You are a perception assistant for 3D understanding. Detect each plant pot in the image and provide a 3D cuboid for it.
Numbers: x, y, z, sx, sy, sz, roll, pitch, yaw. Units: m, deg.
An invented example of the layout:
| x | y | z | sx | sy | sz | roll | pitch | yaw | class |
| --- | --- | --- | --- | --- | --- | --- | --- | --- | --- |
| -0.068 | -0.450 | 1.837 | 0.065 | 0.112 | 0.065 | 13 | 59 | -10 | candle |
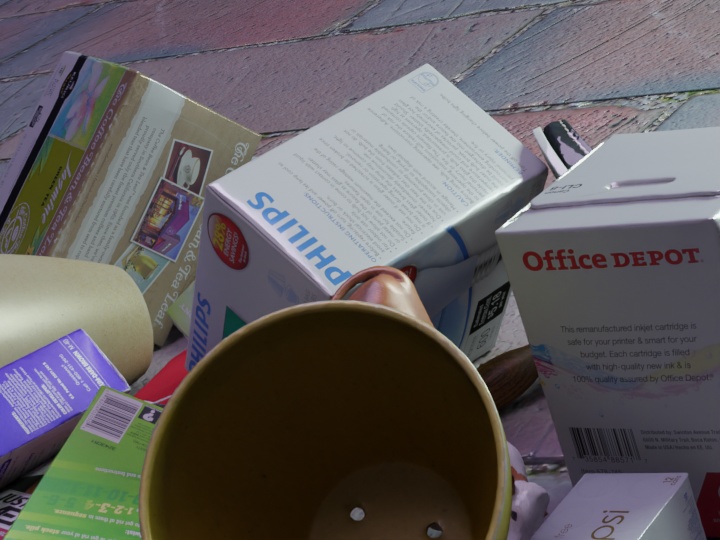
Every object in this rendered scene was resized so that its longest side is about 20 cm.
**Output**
| x | y | z | sx | sy | sz | roll | pitch | yaw | class |
| --- | --- | --- | --- | --- | --- | --- | --- | --- | --- |
| -0.267 | 0.064 | 1.606 | 0.200 | 0.188 | 0.187 | -14 | 14 | -34 | plant pot |
| -0.002 | 0.133 | 1.140 | 0.200 | 0.200 | 0.142 | -14 | -24 | 12 | plant pot |

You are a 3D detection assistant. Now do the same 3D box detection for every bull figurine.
| x | y | z | sx | sy | sz | roll | pitch | yaw | class |
| --- | --- | --- | --- | --- | --- | --- | --- | --- | --- |
| 0.027 | 0.099 | 1.251 | 0.121 | 0.200 | 0.065 | -29 | -14 | 9 | bull figurine |

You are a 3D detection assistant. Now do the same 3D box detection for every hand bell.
| x | y | z | sx | sy | sz | roll | pitch | yaw | class |
| --- | --- | --- | --- | --- | --- | --- | --- | --- | --- |
| 0.140 | 0.044 | 1.418 | 0.200 | 0.104 | 0.104 | -33 | 21 | -6 | hand bell |

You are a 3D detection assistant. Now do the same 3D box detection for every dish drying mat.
| x | y | z | sx | sy | sz | roll | pitch | yaw | class |
| --- | --- | --- | --- | --- | --- | --- | --- | --- | --- |
| -0.133 | 0.085 | 1.582 | 0.077 | 0.018 | 0.200 | -13 | 12 | 16 | dish drying mat |

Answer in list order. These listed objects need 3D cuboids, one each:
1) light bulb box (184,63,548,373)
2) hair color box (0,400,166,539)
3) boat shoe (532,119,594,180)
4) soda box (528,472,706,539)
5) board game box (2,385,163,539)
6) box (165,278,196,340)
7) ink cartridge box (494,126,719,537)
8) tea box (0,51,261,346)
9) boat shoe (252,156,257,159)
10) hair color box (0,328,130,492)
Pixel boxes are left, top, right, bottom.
| x | y | z | sx | sy | sz | roll | pitch | yaw | class |
| --- | --- | --- | --- | --- | --- | --- | --- | --- | --- |
| 0.000 | 0.000 | 1.422 | 0.200 | 0.198 | 0.125 | -32 | 61 | -31 | light bulb box |
| -0.184 | 0.163 | 1.394 | 0.200 | 0.061 | 0.099 | -31 | 23 | -34 | hair color box |
| 0.187 | -0.030 | 1.354 | 0.060 | 0.200 | 0.076 | -39 | -21 | 7 | boat shoe |
| 0.109 | 0.181 | 1.078 | 0.068 | 0.064 | 0.200 | -3 | 24 | 36 | soda box |
| -0.163 | 0.162 | 1.309 | 0.095 | 0.030 | 0.200 | 21 | 44 | 9 | board game box |
| -0.040 | -0.015 | 1.529 | 0.036 | 0.144 | 0.200 | 42 | 91 | 24 | box |
| 0.194 | 0.032 | 1.196 | 0.145 | 0.200 | 0.145 | -2 | 25 | 38 | ink cartridge box |
| -0.213 | -0.066 | 1.790 | 0.197 | 0.134 | 0.200 | 21 | 85 | 61 | tea box |
| -0.084 | -0.009 | 1.755 | 0.074 | 0.068 | 0.199 | -10 | 43 | -9 | boat shoe |
| -0.262 | 0.125 | 1.416 | 0.200 | 0.065 | 0.109 | -30 | -17 | -43 | hair color box |
